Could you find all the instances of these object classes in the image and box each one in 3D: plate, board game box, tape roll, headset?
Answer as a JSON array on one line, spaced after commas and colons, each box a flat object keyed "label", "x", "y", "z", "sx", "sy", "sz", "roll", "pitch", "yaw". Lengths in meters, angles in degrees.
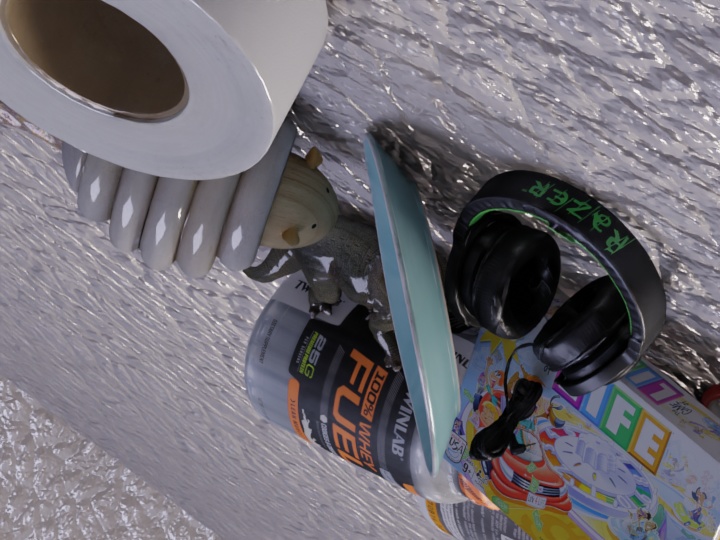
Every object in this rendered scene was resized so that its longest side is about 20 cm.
[{"label": "plate", "x": 0.032, "y": 0.018, "z": 1.443, "sx": 0.025, "sy": 0.201, "sz": 0.200, "roll": -11, "pitch": 165, "yaw": -1}, {"label": "board game box", "x": 0.138, "y": 0.110, "z": 1.477, "sx": 0.034, "sy": 0.135, "sz": 0.200, "roll": -15, "pitch": -136, "yaw": -41}, {"label": "tape roll", "x": -0.120, "y": -0.133, "z": 1.267, "sx": 0.202, "sy": 0.071, "sz": 0.203, "roll": 20, "pitch": 152, "yaw": 11}, {"label": "headset", "x": 0.096, "y": 0.030, "z": 1.388, "sx": 0.123, "sy": 0.094, "sz": 0.200, "roll": 34, "pitch": 153, "yaw": 16}]

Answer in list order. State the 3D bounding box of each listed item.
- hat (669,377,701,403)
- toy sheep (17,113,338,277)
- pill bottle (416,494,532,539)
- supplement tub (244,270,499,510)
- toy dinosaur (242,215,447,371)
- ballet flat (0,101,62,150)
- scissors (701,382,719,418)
[{"label": "hat", "x": 0.188, "y": 0.130, "z": 1.613, "sx": 0.200, "sy": 0.081, "sz": 0.201, "roll": 30, "pitch": 168, "yaw": 7}, {"label": "toy sheep", "x": -0.108, "y": -0.061, "z": 1.501, "sx": 0.199, "sy": 0.138, "sz": 0.138, "roll": 15, "pitch": 168, "yaw": -3}, {"label": "pill bottle", "x": 0.145, "y": 0.161, "z": 1.764, "sx": 0.200, "sy": 0.117, "sz": 0.116, "roll": 23, "pitch": 165, "yaw": 38}, {"label": "supplement tub", "x": 0.030, "y": 0.080, "z": 1.716, "sx": 0.200, "sy": 0.123, "sz": 0.123, "roll": 23, "pitch": 164, "yaw": 32}, {"label": "toy dinosaur", "x": 0.000, "y": 0.000, "z": 1.643, "sx": 0.200, "sy": 0.077, "sz": 0.102, "roll": 32, "pitch": 151, "yaw": 36}, {"label": "ballet flat", "x": -0.226, "y": -0.131, "z": 1.707, "sx": 0.199, "sy": 0.068, "sz": 0.067, "roll": 22, "pitch": 145, "yaw": 21}, {"label": "scissors", "x": 0.269, "y": 0.125, "z": 1.514, "sx": 0.200, "sy": 0.014, "sz": 0.073, "roll": 33, "pitch": 142, "yaw": -15}]
